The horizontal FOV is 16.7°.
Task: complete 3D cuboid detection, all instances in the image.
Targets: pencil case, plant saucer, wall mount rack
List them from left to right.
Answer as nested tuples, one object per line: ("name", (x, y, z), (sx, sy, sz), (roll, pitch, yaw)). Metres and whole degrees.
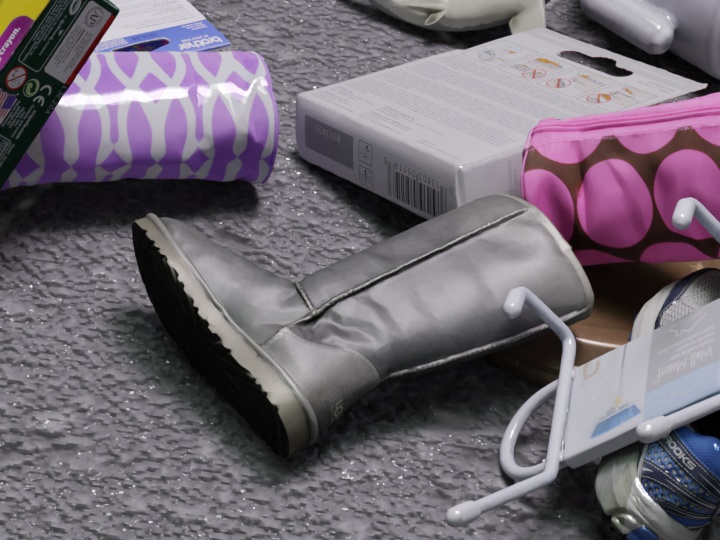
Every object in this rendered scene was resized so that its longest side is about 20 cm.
("pencil case", (-0.146, -0.082, 1.422), (0.199, 0.086, 0.084), (-3, 47, -15))
("plant saucer", (0.138, 0.003, 1.413), (0.199, 0.030, 0.201), (6, 37, -4))
("wall mount rack", (0.122, 0.058, 1.203), (0.075, 0.200, 0.174), (42, 39, -25))
("pencil case", (0.175, -0.054, 1.326), (0.199, 0.094, 0.091), (-8, 46, 39))

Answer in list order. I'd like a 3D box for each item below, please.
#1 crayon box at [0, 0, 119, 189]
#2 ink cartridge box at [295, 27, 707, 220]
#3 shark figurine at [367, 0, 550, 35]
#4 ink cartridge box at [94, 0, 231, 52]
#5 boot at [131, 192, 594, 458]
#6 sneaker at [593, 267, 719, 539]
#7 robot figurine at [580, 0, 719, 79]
("crayon box", (-0.253, -0.108, 1.351), (0.172, 0.200, 0.058), (37, 3, 34))
("ink cartridge box", (0.085, -0.089, 1.486), (0.199, 0.050, 0.161), (-17, 28, -34))
("shark figurine", (0.066, -0.192, 1.650), (0.213, 0.129, 0.089), (1, 6, 19))
("ink cartridge box", (-0.183, -0.168, 1.572), (0.119, 0.042, 0.200), (-16, 40, -31))
("boot", (-0.001, 0.001, 1.324), (0.199, 0.073, 0.182), (-31, 63, -21))
("sneaker", (0.187, 0.063, 1.274), (0.077, 0.085, 0.200), (39, 39, -16))
("robot figurine", (0.226, -0.203, 1.642), (0.169, 0.113, 0.200), (-33, 52, -31))
